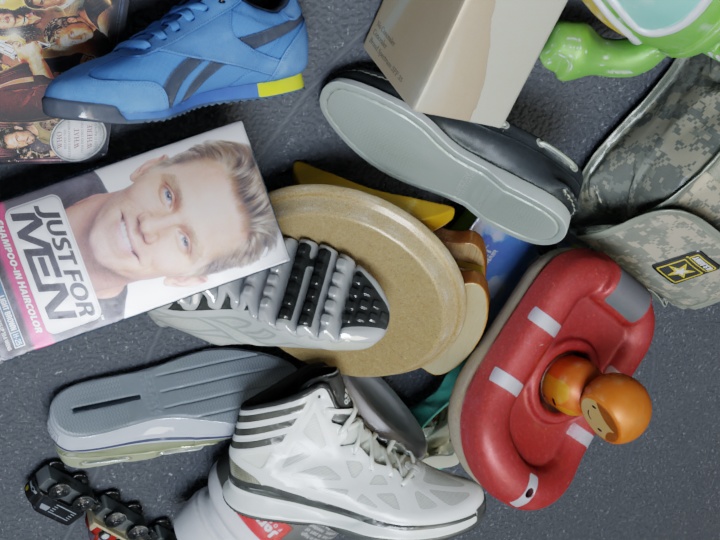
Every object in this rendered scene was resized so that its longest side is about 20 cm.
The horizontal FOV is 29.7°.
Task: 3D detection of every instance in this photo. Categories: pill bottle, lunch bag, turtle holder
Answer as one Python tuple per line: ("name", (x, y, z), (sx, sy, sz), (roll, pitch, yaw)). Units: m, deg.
("pill bottle", (-0.052, 0.172, 1.120), (0.200, 0.114, 0.114), (-43, 135, 11))
("lunch bag", (0.279, -0.064, 1.089), (0.164, 0.118, 0.200), (28, 108, -39))
("turtle holder", (0.200, -0.217, 0.923), (0.132, 0.141, 0.185), (14, 161, -20))

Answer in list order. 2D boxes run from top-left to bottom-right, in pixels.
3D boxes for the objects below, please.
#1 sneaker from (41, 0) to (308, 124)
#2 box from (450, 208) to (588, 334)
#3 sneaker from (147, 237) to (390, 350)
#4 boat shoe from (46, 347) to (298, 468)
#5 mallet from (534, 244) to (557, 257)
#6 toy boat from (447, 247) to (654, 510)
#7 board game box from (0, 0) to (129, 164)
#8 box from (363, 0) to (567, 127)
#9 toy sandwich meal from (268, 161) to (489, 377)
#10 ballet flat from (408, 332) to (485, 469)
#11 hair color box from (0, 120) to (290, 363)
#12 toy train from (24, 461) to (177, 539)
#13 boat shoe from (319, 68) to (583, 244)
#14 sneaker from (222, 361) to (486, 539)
("sneaker", (-0.112, -0.137, 0.830), (0.200, 0.066, 0.079), (-20, 118, -43))
("box", (0.128, 0.010, 1.125), (0.200, 0.048, 0.122), (21, 115, -38))
("sneaker", (-0.072, 0.022, 0.962), (0.200, 0.075, 0.081), (12, 147, 16))
("boat shoe", (-0.144, 0.109, 1.060), (0.200, 0.072, 0.062), (-6, 147, -14))
("mallet", (0.158, -0.016, 1.066), (0.066, 0.041, 0.200), (-26, 129, -10))
("toy boat", (0.161, 0.090, 1.010), (0.130, 0.131, 0.200), (34, 87, -37))
("board game box", (-0.208, -0.154, 0.806), (0.135, 0.035, 0.200), (-4, 129, -26))
("box", (0.087, -0.204, 0.884), (0.078, 0.095, 0.200), (6, 123, -32))
("toy sandwich meal", (0.000, 0.000, 1.005), (0.205, 0.070, 0.205), (11, 134, 12))
("ballet flat", (0.093, 0.119, 1.142), (0.067, 0.070, 0.200), (12, 141, -28))
("hair color box", (-0.157, -0.021, 0.890), (0.200, 0.061, 0.100), (-20, 97, -7))
("toy train", (-0.205, 0.214, 1.131), (0.046, 0.034, 0.200), (-38, 135, 11))
("boat shoe", (0.066, -0.090, 0.963), (0.200, 0.060, 0.076), (32, 149, -10))
("sneaker", (0.001, 0.134, 1.010), (0.200, 0.076, 0.116), (7, 110, -3))
